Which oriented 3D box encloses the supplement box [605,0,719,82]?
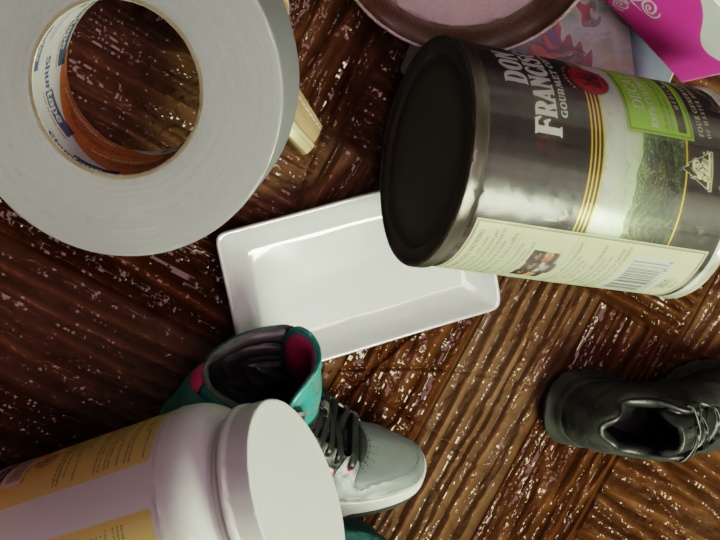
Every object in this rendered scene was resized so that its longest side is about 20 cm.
[{"bbox_3d":[0.271,-0.241,0.951,0.103,0.101,0.201,40,74,-18],"label":"supplement box"}]

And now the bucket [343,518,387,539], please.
[{"bbox_3d":[-0.026,0.271,0.951,0.204,0.135,0.210,-4,102,-19],"label":"bucket"}]

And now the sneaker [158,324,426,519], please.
[{"bbox_3d":[-0.034,0.095,0.920,0.197,0.084,0.121,8,135,-19],"label":"sneaker"}]

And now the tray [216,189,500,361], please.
[{"bbox_3d":[0.000,0.000,0.966,0.198,0.022,0.109,-15,105,-17],"label":"tray"}]

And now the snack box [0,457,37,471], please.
[{"bbox_3d":[-0.295,0.188,0.893,0.198,0.024,0.073,-17,108,-17],"label":"snack box"}]

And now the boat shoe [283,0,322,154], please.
[{"bbox_3d":[-0.075,-0.166,0.876,0.064,0.071,0.201,-37,110,-9],"label":"boat shoe"}]

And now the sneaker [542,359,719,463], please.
[{"bbox_3d":[0.241,0.115,1.044,0.197,0.091,0.077,-4,101,-21],"label":"sneaker"}]

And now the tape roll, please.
[{"bbox_3d":[-0.137,-0.114,0.822,0.197,0.066,0.203,2,108,7],"label":"tape roll"}]

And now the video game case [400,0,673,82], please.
[{"bbox_3d":[0.147,-0.188,0.981,0.198,0.023,0.184,21,93,-23],"label":"video game case"}]

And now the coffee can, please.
[{"bbox_3d":[0.130,-0.065,0.912,0.198,0.146,0.148,7,99,-22],"label":"coffee can"}]

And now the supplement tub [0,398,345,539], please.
[{"bbox_3d":[-0.123,0.165,0.825,0.198,0.146,0.147,-19,110,18],"label":"supplement tub"}]

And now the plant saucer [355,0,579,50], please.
[{"bbox_3d":[0.069,-0.244,0.917,0.197,0.032,0.203,-1,96,-6],"label":"plant saucer"}]
